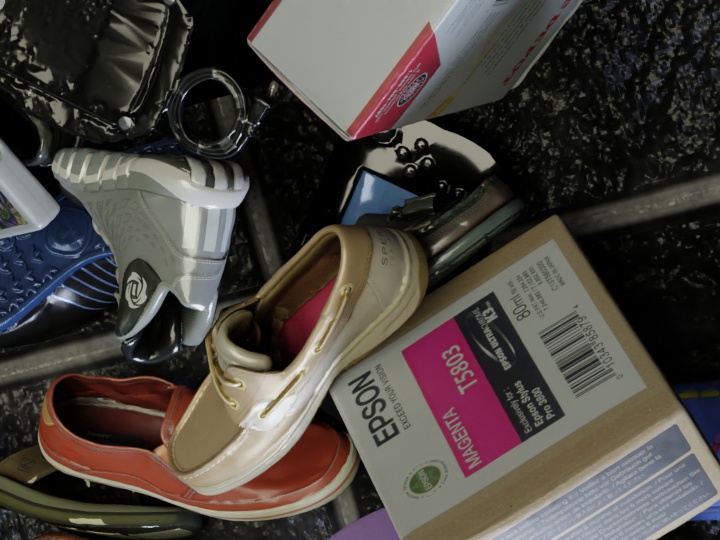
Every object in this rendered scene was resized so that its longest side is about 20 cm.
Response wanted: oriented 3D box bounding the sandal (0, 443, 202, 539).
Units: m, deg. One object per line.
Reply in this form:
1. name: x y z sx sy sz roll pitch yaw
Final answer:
1. sandal: -0.193 0.128 1.687 0.201 0.080 0.057 14 80 15

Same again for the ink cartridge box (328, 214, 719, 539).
1. ink cartridge box: 0.084 0.083 1.462 0.165 0.200 0.075 -32 126 2

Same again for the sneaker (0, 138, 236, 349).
1. sneaker: -0.157 -0.015 1.648 0.200 0.078 0.070 -27 75 5

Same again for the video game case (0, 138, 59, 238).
1. video game case: -0.279 -0.088 1.606 0.182 0.023 0.200 51 153 -17

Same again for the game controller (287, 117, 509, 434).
1. game controller: 0.012 0.000 1.586 0.104 0.042 0.200 29 112 16

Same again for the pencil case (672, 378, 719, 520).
1. pencil case: 0.199 0.101 1.504 0.200 0.078 0.087 -8 70 25

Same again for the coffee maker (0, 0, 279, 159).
1. coffee maker: -0.109 -0.138 1.521 0.192 0.200 0.135 49 115 5

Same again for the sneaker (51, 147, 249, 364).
1. sneaker: -0.128 -0.008 1.517 0.200 0.075 0.116 -173 90 -66

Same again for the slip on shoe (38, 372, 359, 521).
1. slip on shoe: -0.100 0.101 1.625 0.200 0.074 0.061 10 145 12

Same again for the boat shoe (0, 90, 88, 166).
1. boat shoe: -0.248 -0.131 1.608 0.200 0.064 0.071 35 113 13

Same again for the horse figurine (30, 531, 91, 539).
1. horse figurine: -0.134 0.216 1.679 0.200 0.050 0.133 32 127 0

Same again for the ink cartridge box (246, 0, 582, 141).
1. ink cartridge box: 0.049 -0.157 1.449 0.083 0.200 0.146 43 114 13

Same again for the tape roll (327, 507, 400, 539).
1. tape roll: 0.053 0.226 1.551 0.200 0.066 0.200 -2 123 -3

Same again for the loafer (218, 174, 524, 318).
1. loafer: 0.000 0.000 1.539 0.200 0.072 0.063 -37 86 23

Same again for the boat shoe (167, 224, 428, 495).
1. boat shoe: -0.051 0.043 1.493 0.200 0.069 0.074 -48 46 22
